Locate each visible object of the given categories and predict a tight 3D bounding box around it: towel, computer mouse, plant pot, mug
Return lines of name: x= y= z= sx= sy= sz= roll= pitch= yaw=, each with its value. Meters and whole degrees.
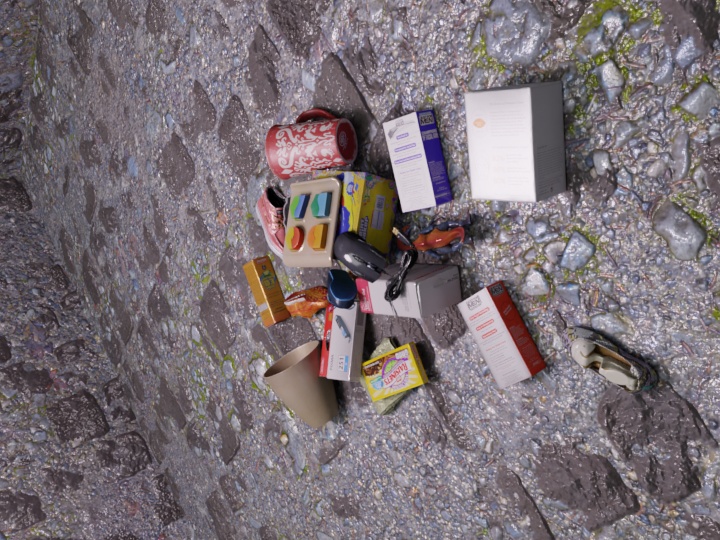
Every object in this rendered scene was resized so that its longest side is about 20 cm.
towel: x=0.064 y=0.276 z=1.823 sx=0.150 sy=0.036 sz=0.201 roll=57 pitch=138 yaw=19
computer mouse: x=0.027 y=-0.042 z=1.510 sx=0.199 sy=0.046 sz=0.142 roll=40 pitch=106 yaw=24
plant pot: x=-0.150 y=0.336 z=2.007 sx=0.186 sy=0.187 sz=0.203 roll=-19 pitch=104 yaw=50
mug: x=-0.116 y=-0.322 z=1.715 sx=0.196 sy=0.133 sz=0.182 roll=-3 pitch=84 yaw=31

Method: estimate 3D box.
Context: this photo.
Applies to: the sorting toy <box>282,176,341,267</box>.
sorting toy: x=-0.121 y=-0.111 z=1.652 sx=0.183 sy=0.036 sz=0.205 roll=0 pitch=84 yaw=47

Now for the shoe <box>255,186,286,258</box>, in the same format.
shoe: x=-0.232 y=-0.136 z=1.985 sx=0.203 sy=0.070 sz=0.091 roll=62 pitch=145 yaw=18

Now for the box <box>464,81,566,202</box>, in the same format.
box: x=0.288 y=-0.238 z=1.311 sx=0.151 sy=0.105 sz=0.205 roll=11 pitch=112 yaw=47

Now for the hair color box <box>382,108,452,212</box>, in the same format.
hair color box: x=0.124 y=-0.237 z=1.538 sx=0.108 sy=0.064 sz=0.204 roll=-5 pitch=102 yaw=50

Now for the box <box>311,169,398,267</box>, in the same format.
box: x=-0.025 y=-0.123 z=1.666 sx=0.191 sy=0.120 sz=0.205 roll=10 pitch=92 yaw=47

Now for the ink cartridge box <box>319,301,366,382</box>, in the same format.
ink cartridge box: x=-0.061 y=0.186 z=1.872 sx=0.174 sy=0.044 sz=0.205 roll=-3 pitch=78 yaw=49

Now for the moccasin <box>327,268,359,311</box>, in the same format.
moccasin: x=-0.042 y=0.057 z=1.681 sx=0.200 sy=0.079 sz=0.070 roll=-97 pitch=15 yaw=-72

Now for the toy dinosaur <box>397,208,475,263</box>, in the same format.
toy dinosaur: x=0.152 y=-0.078 z=1.509 sx=0.178 sy=0.199 sz=0.108 roll=-10 pitch=80 yaw=19

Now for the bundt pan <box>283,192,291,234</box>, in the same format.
bundt pan: x=-0.116 y=-0.122 z=1.852 sx=0.200 sy=0.075 sz=0.206 roll=20 pitch=118 yaw=43

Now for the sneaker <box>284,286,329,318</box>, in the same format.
sneaker: x=-0.136 y=0.094 z=1.980 sx=0.198 sy=0.073 sz=0.078 roll=-9 pitch=120 yaw=54

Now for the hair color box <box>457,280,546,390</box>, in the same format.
hair color box: x=0.294 y=0.136 z=1.481 sx=0.101 sy=0.061 sz=0.203 roll=-36 pitch=77 yaw=49

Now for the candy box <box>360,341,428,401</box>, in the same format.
candy box: x=0.081 y=0.254 z=1.751 sx=0.199 sy=0.026 sz=0.104 roll=-31 pitch=79 yaw=46

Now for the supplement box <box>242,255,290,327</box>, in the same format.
supplement box: x=-0.283 y=0.062 z=2.125 sx=0.068 sy=0.066 sz=0.204 roll=-28 pitch=83 yaw=50

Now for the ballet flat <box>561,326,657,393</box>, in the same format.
ballet flat: x=0.447 y=0.165 z=1.309 sx=0.199 sy=0.071 sz=0.074 roll=30 pitch=126 yaw=39

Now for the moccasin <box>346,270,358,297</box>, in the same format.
moccasin: x=0.000 y=-0.002 z=1.756 sx=0.201 sy=0.076 sz=0.075 roll=-42 pitch=34 yaw=54

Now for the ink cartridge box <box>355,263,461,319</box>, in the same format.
ink cartridge box: x=0.110 y=0.043 z=1.596 sx=0.198 sy=0.143 sz=0.086 roll=3 pitch=108 yaw=49
